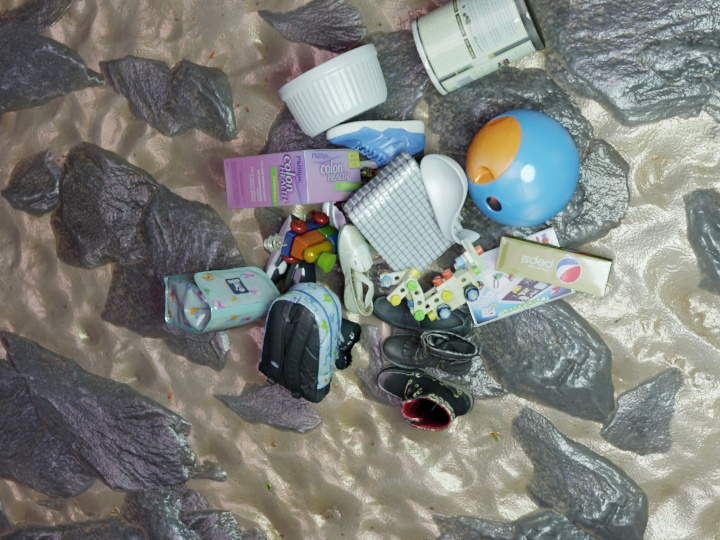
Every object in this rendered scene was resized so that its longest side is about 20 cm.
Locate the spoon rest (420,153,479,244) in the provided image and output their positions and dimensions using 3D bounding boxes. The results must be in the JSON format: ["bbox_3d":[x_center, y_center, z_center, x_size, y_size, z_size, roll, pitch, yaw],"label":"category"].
[{"bbox_3d":[0.158,-0.120,1.536,0.099,0.061,0.201,20,146,42],"label":"spoon rest"}]

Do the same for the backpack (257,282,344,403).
[{"bbox_3d":[-0.110,0.121,1.657,0.162,0.154,0.202,23,138,27],"label":"backpack"}]

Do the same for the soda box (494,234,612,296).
[{"bbox_3d":[0.343,-0.011,1.556,0.197,0.068,0.065,14,99,17],"label":"soda box"}]

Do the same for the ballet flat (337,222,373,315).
[{"bbox_3d":[0.000,0.000,1.653,0.062,0.067,0.202,27,138,34],"label":"ballet flat"}]

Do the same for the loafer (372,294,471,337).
[{"bbox_3d":[0.115,0.083,1.676,0.198,0.070,0.069,12,81,17],"label":"loafer"}]

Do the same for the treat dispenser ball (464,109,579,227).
[{"bbox_3d":[0.281,-0.177,1.525,0.198,0.201,0.204,2,97,19],"label":"treat dispenser ball"}]

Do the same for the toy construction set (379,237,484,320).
[{"bbox_3d":[0.145,0.018,1.588,0.198,0.092,0.132,-28,109,18],"label":"toy construction set"}]

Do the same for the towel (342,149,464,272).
[{"bbox_3d":[0.084,-0.101,1.617,0.165,0.086,0.200,-41,123,5],"label":"towel"}]

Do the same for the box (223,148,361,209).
[{"bbox_3d":[-0.127,-0.173,1.658,0.198,0.175,0.098,-2,96,34],"label":"box"}]

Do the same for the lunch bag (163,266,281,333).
[{"bbox_3d":[-0.271,0.058,1.724,0.199,0.169,0.124,6,99,50],"label":"lunch bag"}]

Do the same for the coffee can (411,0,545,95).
[{"bbox_3d":[0.209,-0.421,1.551,0.198,0.146,0.148,-22,89,20],"label":"coffee can"}]

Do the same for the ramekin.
[{"bbox_3d":[-0.044,-0.329,1.628,0.198,0.200,0.106,-22,98,20],"label":"ramekin"}]

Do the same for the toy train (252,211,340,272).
[{"bbox_3d":[-0.097,-0.034,1.651,0.115,0.199,0.086,32,122,25],"label":"toy train"}]

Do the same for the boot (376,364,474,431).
[{"bbox_3d":[0.108,0.241,1.659,0.197,0.150,0.074,20,102,16],"label":"boot"}]

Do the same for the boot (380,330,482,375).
[{"bbox_3d":[0.128,0.140,1.622,0.197,0.174,0.070,9,74,10],"label":"boot"}]

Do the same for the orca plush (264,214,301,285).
[{"bbox_3d":[-0.146,-0.013,1.762,0.070,0.105,0.203,18,101,-16],"label":"orca plush"}]

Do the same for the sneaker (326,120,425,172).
[{"bbox_3d":[0.033,-0.218,1.628,0.076,0.197,0.113,-1,94,63],"label":"sneaker"}]

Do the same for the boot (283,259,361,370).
[{"bbox_3d":[-0.072,0.083,1.741,0.166,0.076,0.203,19,109,20],"label":"boot"}]

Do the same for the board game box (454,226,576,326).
[{"bbox_3d":[0.288,0.013,1.632,0.198,0.035,0.128,-20,88,20],"label":"board game box"}]

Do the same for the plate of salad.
[{"bbox_3d":[0.013,-0.112,1.706,0.197,0.048,0.204,2,97,19],"label":"plate of salad"}]
